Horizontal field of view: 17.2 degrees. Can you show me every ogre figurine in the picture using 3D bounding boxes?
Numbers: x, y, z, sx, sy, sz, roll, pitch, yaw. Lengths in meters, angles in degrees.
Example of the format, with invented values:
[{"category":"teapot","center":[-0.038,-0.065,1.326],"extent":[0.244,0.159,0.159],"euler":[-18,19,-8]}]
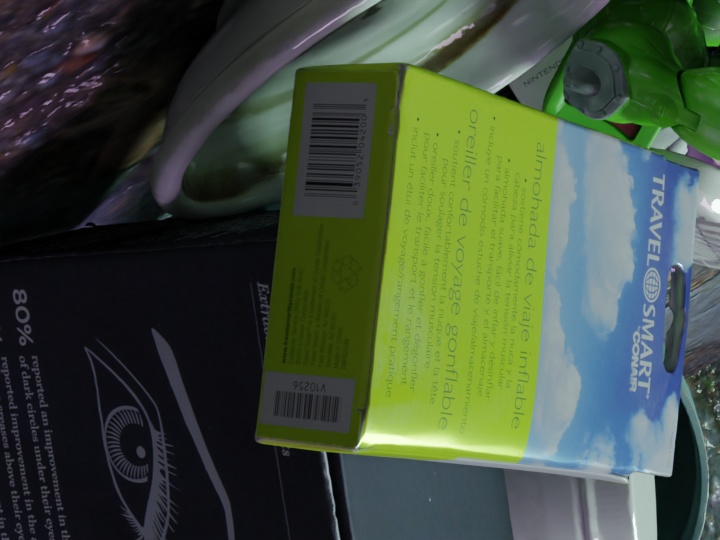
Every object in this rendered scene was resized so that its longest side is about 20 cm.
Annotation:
[{"category":"ogre figurine","center":[0.140,-0.081,0.941],"extent":[0.200,0.120,0.098],"euler":[-74,180,-46]}]

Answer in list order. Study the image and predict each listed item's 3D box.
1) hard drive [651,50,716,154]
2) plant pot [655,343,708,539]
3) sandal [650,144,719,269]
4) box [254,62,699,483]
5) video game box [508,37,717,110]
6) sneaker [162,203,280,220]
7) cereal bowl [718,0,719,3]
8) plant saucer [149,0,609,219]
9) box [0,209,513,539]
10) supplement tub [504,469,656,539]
[{"category":"hard drive","center":[0.142,-0.063,1.130],"extent":[0.200,0.025,0.132],"euler":[-30,169,17]},{"category":"plant pot","center":[0.081,0.084,1.228],"extent":[0.200,0.200,0.134],"euler":[-33,-173,17]},{"category":"sandal","center":[0.153,-0.035,1.070],"extent":[0.203,0.082,0.050],"euler":[43,68,-81]},{"category":"box","center":[0.046,0.006,0.807],"extent":[0.048,0.122,0.200],"euler":[3,175,35]},{"category":"video game box","center":[0.167,-0.118,1.129],"extent":[0.182,0.047,0.200],"euler":[-29,169,11]},{"category":"sneaker","center":[0.015,0.009,0.993],"extent":[0.200,0.078,0.140],"euler":[-7,155,38]},{"category":"cereal bowl","center":[0.191,-0.175,0.828],"extent":[0.200,0.083,0.200],"euler":[-29,170,-6]},{"category":"plant saucer","center":[0.007,-0.089,0.825],"extent":[0.200,0.050,0.200],"euler":[-29,170,-6]},{"category":"box","center":[-0.057,0.056,0.879],"extent":[0.200,0.148,0.104],"euler":[-2,-172,37]},{"category":"supplement tub","center":[0.032,0.095,1.101],"extent":[0.200,0.132,0.132],"euler":[-6,173,11]}]
